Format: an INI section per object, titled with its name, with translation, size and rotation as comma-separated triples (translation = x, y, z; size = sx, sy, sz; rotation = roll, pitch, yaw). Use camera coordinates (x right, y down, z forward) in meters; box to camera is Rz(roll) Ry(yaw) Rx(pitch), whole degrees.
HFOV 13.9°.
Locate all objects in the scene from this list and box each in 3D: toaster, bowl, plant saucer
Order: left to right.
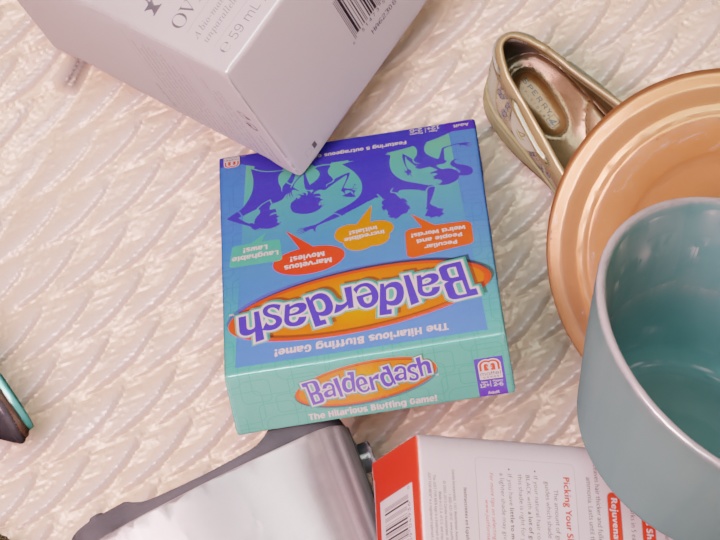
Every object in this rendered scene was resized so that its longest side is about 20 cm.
[toaster]
translation = -0.065, 0.174, 1.588
size = 0.200, 0.114, 0.129
rotation = -26, 73, -6
[plant saucer]
translation = 0.202, -0.010, 1.617
size = 0.200, 0.032, 0.201
rotation = 1, 99, 4
[bowl]
translation = 0.192, 0.071, 1.534
size = 0.200, 0.105, 0.201
rotation = 16, 44, -16

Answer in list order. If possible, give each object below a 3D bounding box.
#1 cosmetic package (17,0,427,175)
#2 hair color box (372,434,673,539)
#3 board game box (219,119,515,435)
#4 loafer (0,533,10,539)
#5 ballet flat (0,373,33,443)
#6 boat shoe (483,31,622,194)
[cosmetic package]
translation = -0.072, -0.197, 1.684
size = 0.200, 0.123, 0.200
rotation = 27, 76, 32
[hair color box]
translation = 0.109, 0.147, 1.559
size = 0.199, 0.061, 0.102
rotation = 6, 69, -23
[board game box]
translation = 0.000, 0.000, 1.622
size = 0.152, 0.045, 0.200
rotation = -9, 38, 2
[loafer]
translation = -0.273, 0.188, 1.635
size = 0.199, 0.075, 0.070
rotation = -8, 32, 8
[ballet flat]
translation = -0.259, 0.033, 1.679
size = 0.073, 0.073, 0.200
rotation = -33, 65, -5
[boat shoe]
translation = 0.142, -0.054, 1.668
size = 0.073, 0.063, 0.200
rotation = -44, 74, -10
